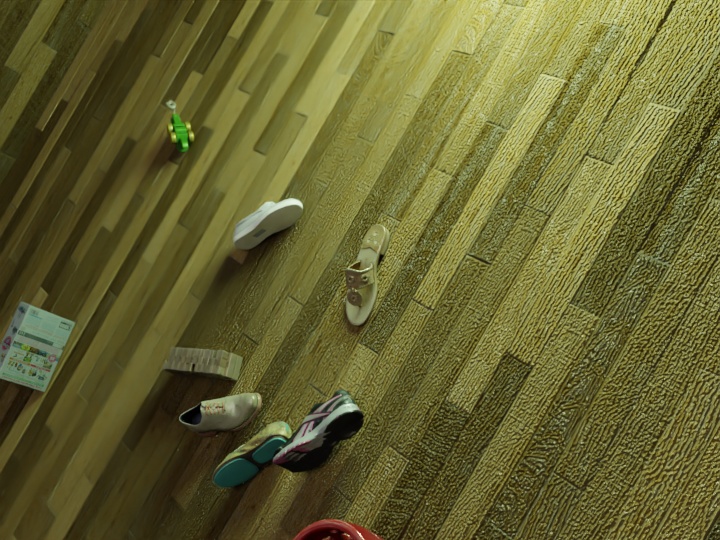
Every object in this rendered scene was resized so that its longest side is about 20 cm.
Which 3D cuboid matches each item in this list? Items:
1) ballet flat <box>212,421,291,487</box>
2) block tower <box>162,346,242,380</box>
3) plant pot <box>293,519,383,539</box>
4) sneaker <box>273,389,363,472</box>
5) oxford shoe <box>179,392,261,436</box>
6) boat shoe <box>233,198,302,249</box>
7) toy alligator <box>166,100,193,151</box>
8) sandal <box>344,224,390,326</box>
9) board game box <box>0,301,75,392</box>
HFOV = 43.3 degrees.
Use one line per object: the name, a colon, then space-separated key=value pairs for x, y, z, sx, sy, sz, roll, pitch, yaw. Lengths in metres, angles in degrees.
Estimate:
ballet flat: x=-0.213 y=0.365 z=1.809 sx=0.200 sy=0.071 sz=0.071 roll=-37 pitch=50 yaw=22
block tower: x=-0.352 y=0.206 z=2.007 sx=0.200 sy=0.054 sz=0.058 roll=-3 pitch=66 yaw=39
plant pot: x=-0.008 y=0.515 z=1.456 sx=0.200 sy=0.182 sz=0.201 roll=-19 pitch=58 yaw=33
sneaker: x=-0.080 y=0.302 z=1.715 sx=0.200 sy=0.080 sz=0.086 roll=-35 pitch=37 yaw=12
oxford shoe: x=-0.294 y=0.300 z=1.895 sx=0.200 sy=0.074 sz=0.071 roll=-27 pitch=54 yaw=28
boat shoe: x=-0.211 y=-0.118 z=2.047 sx=0.200 sy=0.072 sz=0.069 roll=-35 pitch=50 yaw=34
toy alligator: x=-0.487 y=-0.374 z=2.418 sx=0.054 sy=0.059 sz=0.200 roll=103 pitch=151 yaw=-44
sandal: x=-0.004 y=0.000 z=1.803 sx=0.078 sy=0.070 sz=0.212 roll=4 pitch=72 yaw=42
board game box: x=-0.861 y=0.201 z=2.377 sx=0.064 sy=0.147 sz=0.200 roll=13 pitch=77 yaw=42
